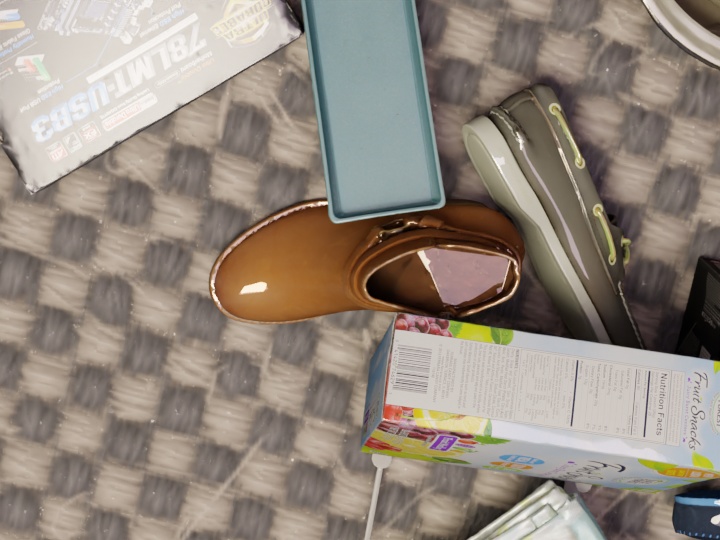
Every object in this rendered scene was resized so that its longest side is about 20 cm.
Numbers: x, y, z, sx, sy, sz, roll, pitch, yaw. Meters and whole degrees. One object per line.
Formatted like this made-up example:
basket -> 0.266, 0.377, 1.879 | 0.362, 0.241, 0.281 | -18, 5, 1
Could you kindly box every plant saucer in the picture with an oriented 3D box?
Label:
plant saucer -> 0.003, -0.129, 0.938 | 0.069, 0.019, 0.202 | -8, 80, 1

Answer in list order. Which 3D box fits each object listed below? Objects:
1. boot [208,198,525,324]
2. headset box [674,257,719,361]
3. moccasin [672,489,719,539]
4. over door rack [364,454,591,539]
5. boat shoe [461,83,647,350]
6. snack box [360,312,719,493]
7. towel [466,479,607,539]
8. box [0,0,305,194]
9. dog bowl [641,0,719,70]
boot -> 0.000, 0.000, 0.932 | 0.198, 0.155, 0.074 | -15, 102, 2
headset box -> 0.308, 0.060, 0.953 | 0.198, 0.149, 0.076 | 12, 102, -2
moccasin -> 0.300, 0.184, 1.013 | 0.197, 0.080, 0.069 | 8, 91, -1
over door rack -> 0.063, 0.208, 1.031 | 0.146, 0.067, 0.202 | 12, 88, -4
boat shoe -> 0.135, -0.020, 0.972 | 0.060, 0.072, 0.203 | -34, 110, -8
snack box -> 0.105, 0.083, 0.924 | 0.197, 0.169, 0.069 | 7, 78, -2
towel -> 0.111, 0.257, 0.974 | 0.170, 0.048, 0.201 | -32, 88, -1
box -> -0.165, -0.181, 0.944 | 0.199, 0.050, 0.200 | -30, 102, 5
dog bowl -> 0.244, -0.218, 0.929 | 0.198, 0.074, 0.203 | 0, 102, -2
